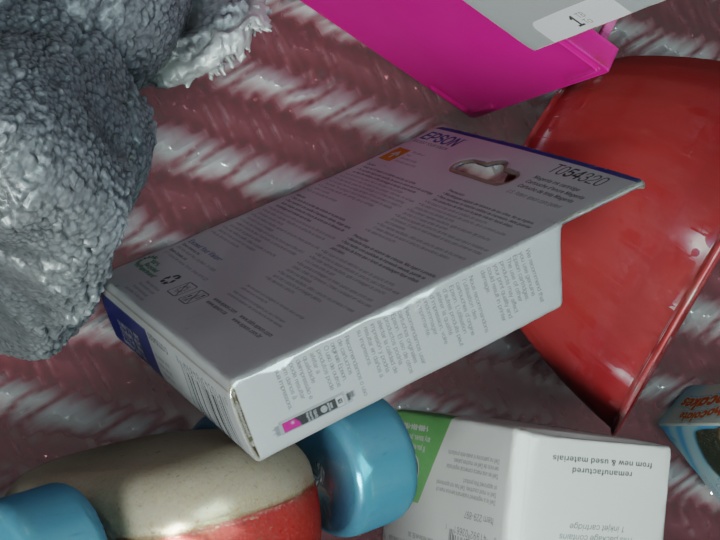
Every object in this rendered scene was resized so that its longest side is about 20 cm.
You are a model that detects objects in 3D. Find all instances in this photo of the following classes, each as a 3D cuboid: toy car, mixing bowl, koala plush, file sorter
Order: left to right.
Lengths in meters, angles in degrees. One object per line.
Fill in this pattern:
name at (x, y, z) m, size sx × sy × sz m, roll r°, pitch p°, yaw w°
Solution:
koala plush at (-0.136, -0.091, 0.694) m, size 0.177 × 0.184 × 0.201 m, roll 38°, pitch 65°, yaw -17°
toy car at (-0.073, 0.173, 0.688) m, size 0.184 × 0.177 × 0.201 m, roll -13°, pitch 91°, yaw -36°
file sorter at (0.034, -0.189, 0.770) m, size 0.199 × 0.139 × 0.126 m, roll 32°, pitch 75°, yaw -18°
mixing bowl at (0.131, -0.030, 0.795) m, size 0.108 × 0.200 × 0.201 m, roll 30°, pitch 77°, yaw 12°

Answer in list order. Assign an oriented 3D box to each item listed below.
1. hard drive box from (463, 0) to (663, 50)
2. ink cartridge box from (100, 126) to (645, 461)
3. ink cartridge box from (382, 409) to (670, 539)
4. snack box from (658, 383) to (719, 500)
hard drive box at (0.120, -0.207, 0.650) m, size 0.077 × 0.156 × 0.201 m, roll 32°, pitch 74°, yaw -20°
ink cartridge box at (0.000, 0.000, 0.718) m, size 0.199 × 0.196 × 0.044 m, roll -24°, pitch 110°, yaw -18°
ink cartridge box at (0.070, 0.174, 0.772) m, size 0.087 × 0.145 × 0.201 m, roll 8°, pitch 85°, yaw -22°
snack box at (0.262, 0.143, 0.862) m, size 0.037 × 0.116 × 0.200 m, roll -45°, pitch 104°, yaw -23°
